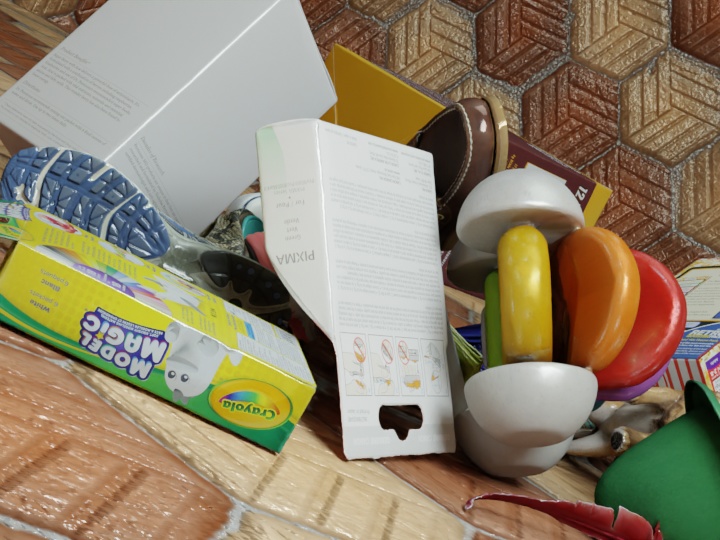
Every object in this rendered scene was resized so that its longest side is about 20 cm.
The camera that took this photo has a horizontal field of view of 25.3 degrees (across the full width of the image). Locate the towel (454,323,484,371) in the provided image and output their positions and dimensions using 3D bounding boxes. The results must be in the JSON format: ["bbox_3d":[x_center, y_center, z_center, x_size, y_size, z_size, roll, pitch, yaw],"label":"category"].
[{"bbox_3d":[0.145,0.072,1.444,0.147,0.050,0.200,-4,0,15],"label":"towel"}]

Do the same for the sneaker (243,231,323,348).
[{"bbox_3d":[-0.021,0.005,1.135,0.200,0.086,0.074,48,23,-82],"label":"sneaker"}]

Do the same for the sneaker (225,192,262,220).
[{"bbox_3d":[-0.024,-0.009,1.345,0.200,0.073,0.071,30,-22,-35],"label":"sneaker"}]

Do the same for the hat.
[{"bbox_3d":[0.167,0.171,1.048,0.166,0.175,0.201,-110,180,-71],"label":"hat"}]

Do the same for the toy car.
[{"bbox_3d":[0.136,0.037,1.054,0.149,0.176,0.200,-1,-20,-2],"label":"toy car"}]

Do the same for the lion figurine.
[{"bbox_3d":[0.214,0.118,1.207,0.122,0.073,0.200,11,-3,-31],"label":"lion figurine"}]

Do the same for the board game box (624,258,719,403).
[{"bbox_3d":[0.283,0.047,1.314,0.200,0.046,0.151,-30,17,-34],"label":"board game box"}]

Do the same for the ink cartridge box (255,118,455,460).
[{"bbox_3d":[0.001,0.016,0.994,0.050,0.201,0.161,-6,-7,27],"label":"ink cartridge box"}]

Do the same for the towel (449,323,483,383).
[{"bbox_3d":[0.022,0.014,1.248,0.200,0.018,0.086,49,-18,15],"label":"towel"}]

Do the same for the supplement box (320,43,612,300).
[{"bbox_3d":[0.068,-0.077,1.399,0.200,0.133,0.197,20,11,-38],"label":"supplement box"}]

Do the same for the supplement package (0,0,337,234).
[{"bbox_3d":[-0.135,-0.115,1.122,0.121,0.200,0.120,32,-21,35],"label":"supplement package"}]

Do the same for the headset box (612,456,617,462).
[{"bbox_3d":[0.323,0.182,1.316,0.174,0.093,0.200,27,5,-12],"label":"headset box"}]

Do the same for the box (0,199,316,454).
[{"bbox_3d":[-0.126,0.024,0.869,0.200,0.048,0.117,29,6,-12],"label":"box"}]

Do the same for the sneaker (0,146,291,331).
[{"bbox_3d":[-0.141,-0.008,1.016,0.200,0.077,0.085,34,-5,-11],"label":"sneaker"}]

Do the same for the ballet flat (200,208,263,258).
[{"bbox_3d":[-0.111,-0.012,1.196,0.075,0.068,0.200,7,8,-1],"label":"ballet flat"}]

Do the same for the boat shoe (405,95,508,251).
[{"bbox_3d":[0.049,-0.059,1.130,0.070,0.071,0.200,-3,-24,-14],"label":"boat shoe"}]

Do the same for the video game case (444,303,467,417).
[{"bbox_3d":[0.000,0.000,1.208,0.182,0.023,0.200,33,-29,41],"label":"video game case"}]

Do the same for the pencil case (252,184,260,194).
[{"bbox_3d":[-0.023,-0.013,1.470,0.200,0.087,0.083,28,24,-15],"label":"pencil case"}]

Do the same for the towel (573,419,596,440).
[{"bbox_3d":[0.227,0.092,1.356,0.147,0.199,0.022,-132,-157,-76],"label":"towel"}]
